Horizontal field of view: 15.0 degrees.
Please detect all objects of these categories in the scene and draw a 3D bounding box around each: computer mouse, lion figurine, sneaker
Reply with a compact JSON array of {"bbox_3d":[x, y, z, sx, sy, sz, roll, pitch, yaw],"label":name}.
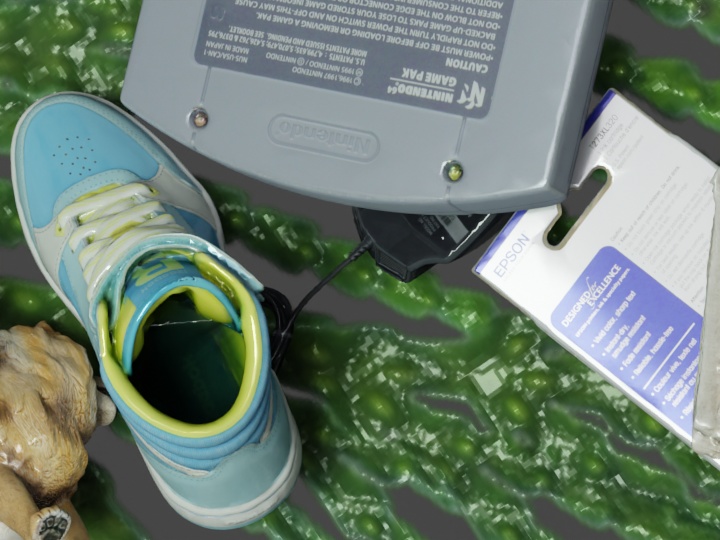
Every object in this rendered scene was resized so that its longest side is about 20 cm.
[{"bbox_3d":[0.000,0.000,1.127,0.200,0.034,0.059,-41,66,14],"label":"computer mouse"},{"bbox_3d":[-0.160,0.122,1.115,0.201,0.072,0.122,-56,42,2],"label":"lion figurine"},{"bbox_3d":[-0.084,-0.006,1.071,0.079,0.131,0.201,-29,71,-8],"label":"sneaker"}]

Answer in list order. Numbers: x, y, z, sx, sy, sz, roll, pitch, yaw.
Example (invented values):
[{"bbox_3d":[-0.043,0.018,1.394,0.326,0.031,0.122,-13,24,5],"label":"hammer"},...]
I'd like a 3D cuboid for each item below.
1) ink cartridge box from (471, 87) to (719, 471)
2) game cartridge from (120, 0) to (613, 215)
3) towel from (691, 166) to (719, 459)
[{"bbox_3d":[0.151,0.025,1.092,0.200,0.037,0.095,38,95,7],"label":"ink cartridge box"},{"bbox_3d":[0.002,-0.093,1.100,0.199,0.041,0.134,13,85,26],"label":"game cartridge"},{"bbox_3d":[0.227,0.023,1.047,0.198,0.035,0.134,7,73,-1],"label":"towel"}]
